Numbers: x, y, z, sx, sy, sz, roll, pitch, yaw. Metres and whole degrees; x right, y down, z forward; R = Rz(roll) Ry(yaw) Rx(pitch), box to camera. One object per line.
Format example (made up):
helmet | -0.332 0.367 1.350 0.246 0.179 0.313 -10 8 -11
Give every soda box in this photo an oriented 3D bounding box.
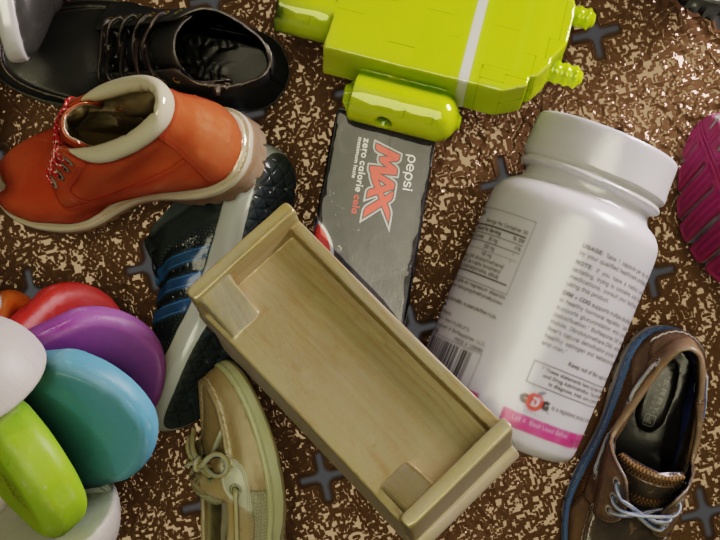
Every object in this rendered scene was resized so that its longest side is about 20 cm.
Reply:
soda box | 0.000 0.000 0.818 0.070 0.063 0.201 10 90 0

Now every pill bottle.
pill bottle | 0.119 0.009 0.793 0.113 0.113 0.201 23 91 0

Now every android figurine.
android figurine | 0.051 -0.168 0.797 0.199 0.041 0.183 13 67 1

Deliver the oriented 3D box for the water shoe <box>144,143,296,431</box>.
water shoe | -0.106 0.006 0.827 0.079 0.071 0.201 25 95 29

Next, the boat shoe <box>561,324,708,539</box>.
boat shoe | 0.179 0.134 0.814 0.072 0.072 0.201 11 91 0

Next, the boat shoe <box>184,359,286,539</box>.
boat shoe | -0.086 0.159 0.802 0.063 0.073 0.202 -11 106 -22

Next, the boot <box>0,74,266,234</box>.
boot | -0.169 -0.076 0.773 0.199 0.107 0.076 -10 74 28

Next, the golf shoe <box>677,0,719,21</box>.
golf shoe | 0.169 -0.244 0.799 0.199 0.078 0.095 25 114 -9

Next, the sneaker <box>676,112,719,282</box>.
sneaker | 0.280 -0.015 0.815 0.088 0.081 0.201 -21 82 -23

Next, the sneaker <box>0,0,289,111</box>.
sneaker | -0.146 -0.144 0.795 0.199 0.106 0.075 2 91 0

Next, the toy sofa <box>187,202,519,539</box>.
toy sofa | -0.004 0.064 0.738 0.083 0.098 0.200 -42 71 -10

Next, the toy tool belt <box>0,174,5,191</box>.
toy tool belt | -0.328 -0.088 0.790 0.199 0.125 0.124 -9 82 1

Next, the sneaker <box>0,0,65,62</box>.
sneaker | -0.170 -0.219 0.789 0.098 0.071 0.201 5 66 0

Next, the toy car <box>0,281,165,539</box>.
toy car | -0.193 0.076 0.762 0.150 0.200 0.176 -30 122 -19
